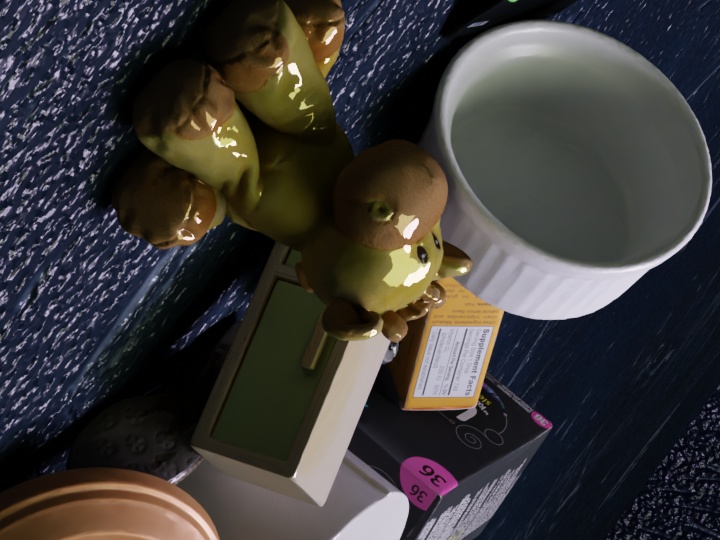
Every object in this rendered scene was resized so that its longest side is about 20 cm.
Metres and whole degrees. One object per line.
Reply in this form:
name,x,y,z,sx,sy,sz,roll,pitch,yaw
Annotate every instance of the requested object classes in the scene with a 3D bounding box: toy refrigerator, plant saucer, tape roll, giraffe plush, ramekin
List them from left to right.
plant saucer,-0.174,0.209,1.258,0.200,0.037,0.200,-13,127,-18
tape roll,-0.082,0.192,1.425,0.203,0.139,0.203,-46,160,-22
toy refrigerator,-0.029,0.038,1.304,0.200,0.076,0.070,-67,156,-15
giraffe plush,-0.023,-0.038,1.133,0.173,0.162,0.200,-45,160,-24
ramekin,0.130,-0.064,1.425,0.200,0.200,0.098,-41,171,-34

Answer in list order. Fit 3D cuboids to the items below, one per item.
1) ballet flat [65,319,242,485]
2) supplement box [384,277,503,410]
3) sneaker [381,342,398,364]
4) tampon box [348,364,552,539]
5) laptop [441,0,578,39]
ballet flat,-0.118,0.096,1.328,0.200,0.067,0.046,-42,170,-45
supplement box,0.070,0.010,1.545,0.069,0.067,0.200,2,127,-19
sneaker,0.000,0.000,1.433,0.200,0.079,0.076,-60,154,-68
tampon box,0.027,0.148,1.636,0.200,0.150,0.126,-22,146,-58
laptop,0.146,-0.256,1.398,0.177,0.103,0.200,-22,119,-59
